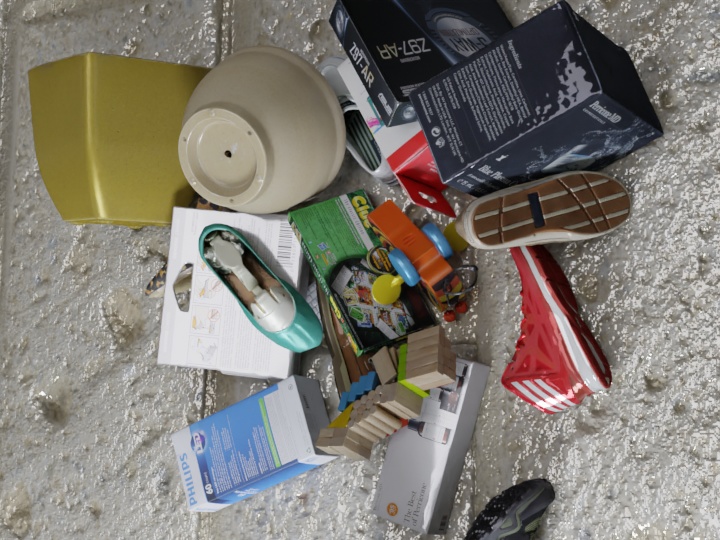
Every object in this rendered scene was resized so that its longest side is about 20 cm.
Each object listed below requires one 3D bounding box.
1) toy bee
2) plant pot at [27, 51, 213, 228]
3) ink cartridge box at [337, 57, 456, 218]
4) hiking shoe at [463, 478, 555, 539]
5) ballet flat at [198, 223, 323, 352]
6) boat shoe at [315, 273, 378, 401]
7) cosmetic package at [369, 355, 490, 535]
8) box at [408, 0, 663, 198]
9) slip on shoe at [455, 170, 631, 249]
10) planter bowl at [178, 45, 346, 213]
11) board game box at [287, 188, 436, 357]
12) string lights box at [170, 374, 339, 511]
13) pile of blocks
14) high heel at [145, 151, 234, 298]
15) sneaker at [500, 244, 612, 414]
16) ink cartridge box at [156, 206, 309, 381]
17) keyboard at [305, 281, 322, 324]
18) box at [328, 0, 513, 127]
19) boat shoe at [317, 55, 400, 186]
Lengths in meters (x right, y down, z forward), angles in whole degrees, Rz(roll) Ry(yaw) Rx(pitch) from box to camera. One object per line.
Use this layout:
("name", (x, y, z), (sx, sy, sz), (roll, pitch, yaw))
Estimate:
("toy bee", (0.075, 0.008, 1.667), (0.130, 0.109, 0.201), (-21, 42, 8))
("plant pot", (-0.305, -0.157, 1.852), (0.195, 0.193, 0.203), (1, 89, 55))
("ink cartridge box", (0.065, -0.166, 1.690), (0.067, 0.116, 0.201), (-37, 65, 22))
("hiking shoe", (0.158, 0.322, 1.584), (0.100, 0.076, 0.201), (40, 87, -8))
("ballet flat", (-0.127, 0.022, 1.730), (0.067, 0.070, 0.200), (-44, 79, 4))
("boat shoe", (-0.008, 0.077, 1.728), (0.067, 0.072, 0.202), (-12, 71, -3))
("cosmetic package", (0.079, 0.193, 1.659), (0.082, 0.050, 0.202), (15, 89, 33))
("box", (0.191, -0.168, 1.564), (0.199, 0.196, 0.119), (-30, 68, 24))
("slip on shoe", (0.197, -0.062, 1.577), (0.061, 0.198, 0.077), (177, 80, -72))
("planter bowl", (-0.134, -0.153, 1.717), (0.198, 0.135, 0.203), (10, 114, 23))
("board game box", (0.000, 0.000, 1.719), (0.104, 0.024, 0.201), (-18, 65, -19))
("string lights box", (-0.133, 0.215, 1.780), (0.199, 0.059, 0.104), (-26, 69, 26))
("pile of blocks", (0.037, 0.142, 1.635), (0.200, 0.062, 0.083), (-40, 41, 19))
("high heel", (-0.216, -0.064, 1.867), (0.199, 0.071, 0.143), (-33, 72, 5))
("sneaker", (0.185, 0.065, 1.601), (0.115, 0.078, 0.202), (-33, 65, 21))
("ink cartridge box", (-0.154, 0.027, 1.795), (0.174, 0.045, 0.203), (6, 88, 15))
("keyboard", (-0.062, 0.054, 1.793), (0.200, 0.011, 0.057), (-40, 64, 20))
("box", (0.084, -0.254, 1.654), (0.161, 0.198, 0.044), (63, 150, 24))
("boat shoe", (-0.003, -0.192, 1.765), (0.074, 0.067, 0.201), (-44, 62, 17))
